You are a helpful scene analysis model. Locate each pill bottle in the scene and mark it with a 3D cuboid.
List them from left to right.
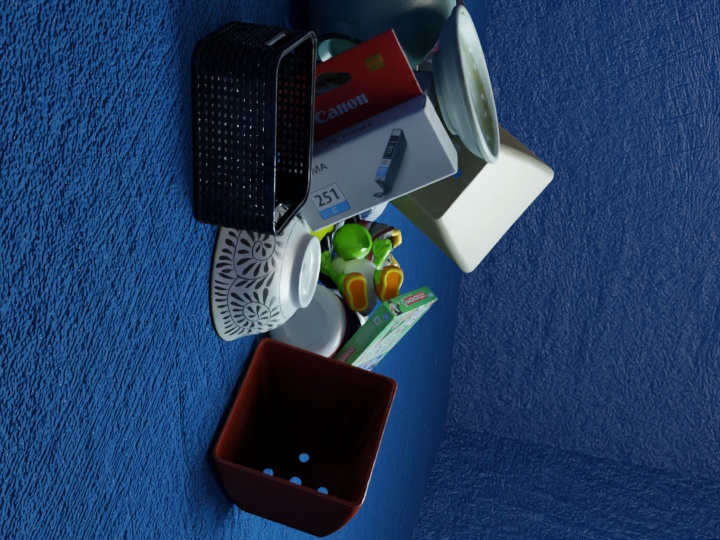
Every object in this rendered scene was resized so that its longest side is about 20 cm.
[{"bbox_3d":[-0.060,0.086,1.479,0.200,0.111,0.114,41,59,-77],"label":"pill bottle"}]

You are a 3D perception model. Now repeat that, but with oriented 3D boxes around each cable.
[{"bbox_3d":[-0.028,-0.064,1.663,0.164,0.050,0.202,81,22,-56],"label":"cable"}]

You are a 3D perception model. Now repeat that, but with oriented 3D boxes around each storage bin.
[{"bbox_3d":[-0.113,-0.154,1.087,0.135,0.092,0.203,-58,154,-60],"label":"storage bin"}]

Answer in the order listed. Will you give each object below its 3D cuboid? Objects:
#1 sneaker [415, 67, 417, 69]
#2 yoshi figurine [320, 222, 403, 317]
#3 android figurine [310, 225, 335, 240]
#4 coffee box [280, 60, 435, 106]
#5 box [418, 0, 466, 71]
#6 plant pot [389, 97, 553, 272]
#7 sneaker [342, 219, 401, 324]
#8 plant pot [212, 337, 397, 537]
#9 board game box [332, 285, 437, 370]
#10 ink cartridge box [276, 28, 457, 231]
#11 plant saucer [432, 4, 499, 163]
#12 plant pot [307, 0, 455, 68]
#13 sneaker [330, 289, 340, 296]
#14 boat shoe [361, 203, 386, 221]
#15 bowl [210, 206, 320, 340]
[{"bbox_3d":[0.049,-0.322,1.523,0.085,0.074,0.202,-120,-136,-65],"label":"sneaker"},{"bbox_3d":[-0.005,-0.014,1.493,0.112,0.112,0.200,-50,-159,1],"label":"yoshi figurine"},{"bbox_3d":[-0.041,-0.106,1.448,0.183,0.041,0.200,-51,171,-6],"label":"android figurine"},{"bbox_3d":[-0.014,-0.201,1.255,0.115,0.197,0.081,-61,156,-54],"label":"coffee box"},{"bbox_3d":[0.103,-0.400,1.608,0.106,0.121,0.202,-146,-146,-82],"label":"box"},{"bbox_3d":[0.129,-0.145,1.445,0.200,0.200,0.177,-49,159,8],"label":"plant pot"},{"bbox_3d":[0.019,0.003,1.629,0.078,0.081,0.202,72,27,-56],"label":"sneaker"},{"bbox_3d":[-0.079,0.246,1.361,0.177,0.197,0.201,102,6,-49],"label":"plant pot"},{"bbox_3d":[0.015,0.108,1.451,0.200,0.029,0.134,-49,164,28],"label":"board game box"},{"bbox_3d":[-0.011,-0.157,1.168,0.177,0.198,0.045,58,22,-28],"label":"ink cartridge box"},{"bbox_3d":[0.129,-0.230,1.270,0.200,0.050,0.203,-11,90,-73],"label":"plant saucer"},{"bbox_3d":[0.010,-0.324,1.320,0.201,0.198,0.136,75,36,-64],"label":"plant pot"},{"bbox_3d":[-0.026,0.069,1.737,0.089,0.079,0.202,94,16,-57],"label":"sneaker"},{"bbox_3d":[0.020,-0.160,1.770,0.202,0.085,0.075,-48,-156,53],"label":"boat shoe"},{"bbox_3d":[-0.105,-0.005,1.238,0.201,0.093,0.204,10,90,-77],"label":"bowl"}]
